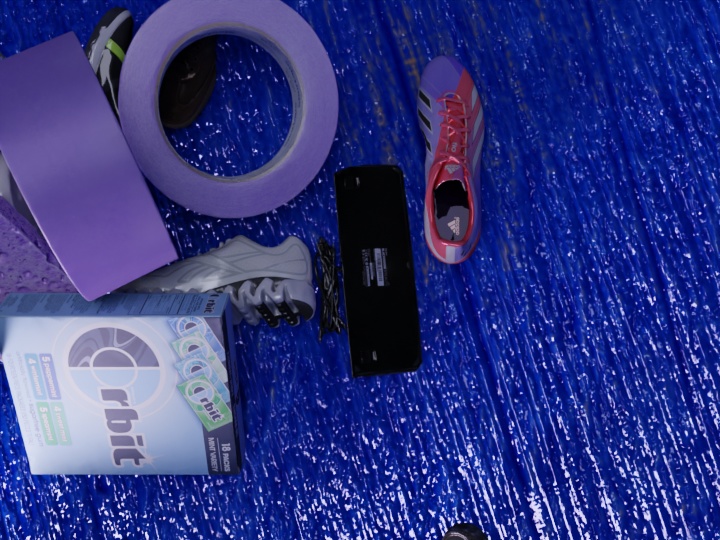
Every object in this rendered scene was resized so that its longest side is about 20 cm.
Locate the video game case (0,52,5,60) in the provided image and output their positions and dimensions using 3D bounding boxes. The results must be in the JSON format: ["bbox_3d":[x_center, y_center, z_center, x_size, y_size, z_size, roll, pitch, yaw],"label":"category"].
[{"bbox_3d":[-0.414,-0.113,0.721,0.197,0.036,0.183,-1,48,42],"label":"video game case"}]

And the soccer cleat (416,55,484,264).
[{"bbox_3d":[0.086,-0.108,0.757,0.065,0.076,0.205,0,84,4],"label":"soccer cleat"}]

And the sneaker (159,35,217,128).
[{"bbox_3d":[-0.171,-0.245,0.790,0.069,0.076,0.204,14,84,5],"label":"sneaker"}]

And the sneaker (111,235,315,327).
[{"bbox_3d":[-0.138,0.011,0.770,0.195,0.075,0.083,-2,64,5],"label":"sneaker"}]

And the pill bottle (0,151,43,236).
[{"bbox_3d":[-0.400,-0.033,0.764,0.196,0.113,0.115,-16,83,2],"label":"pill bottle"}]

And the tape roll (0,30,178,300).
[{"bbox_3d":[-0.229,-0.084,0.665,0.084,0.200,0.203,-25,82,-13],"label":"tape roll"}]

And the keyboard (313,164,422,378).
[{"bbox_3d":[0.000,0.000,0.780,0.102,0.040,0.205,-2,82,-20],"label":"keyboard"}]

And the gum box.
[{"bbox_3d":[-0.209,0.104,0.724,0.195,0.045,0.173,0,117,2],"label":"gum box"}]

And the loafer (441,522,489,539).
[{"bbox_3d":[0.087,0.328,0.701,0.072,0.072,0.205,-9,79,39],"label":"loafer"}]

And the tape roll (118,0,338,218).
[{"bbox_3d":[-0.121,-0.153,0.746,0.196,0.066,0.205,-2,99,-13],"label":"tape roll"}]

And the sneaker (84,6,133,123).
[{"bbox_3d":[-0.240,-0.153,0.798,0.081,0.072,0.204,14,89,-12],"label":"sneaker"}]

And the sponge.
[{"bbox_3d":[-0.301,0.031,0.730,0.111,0.030,0.201,-35,117,10],"label":"sponge"}]
